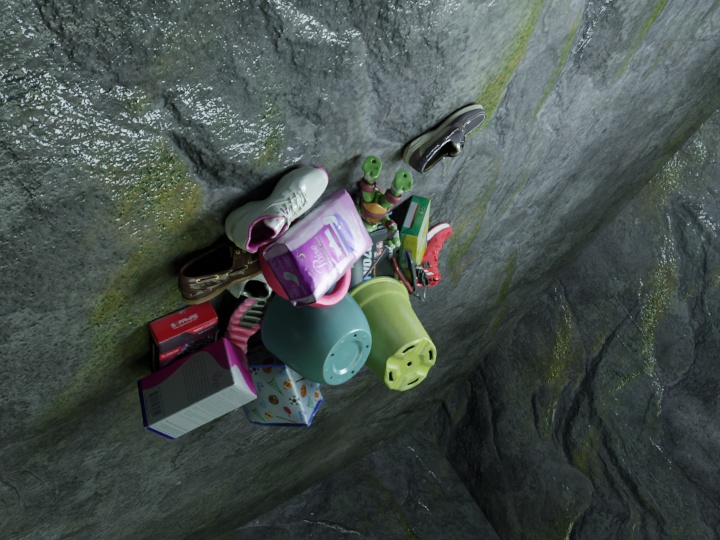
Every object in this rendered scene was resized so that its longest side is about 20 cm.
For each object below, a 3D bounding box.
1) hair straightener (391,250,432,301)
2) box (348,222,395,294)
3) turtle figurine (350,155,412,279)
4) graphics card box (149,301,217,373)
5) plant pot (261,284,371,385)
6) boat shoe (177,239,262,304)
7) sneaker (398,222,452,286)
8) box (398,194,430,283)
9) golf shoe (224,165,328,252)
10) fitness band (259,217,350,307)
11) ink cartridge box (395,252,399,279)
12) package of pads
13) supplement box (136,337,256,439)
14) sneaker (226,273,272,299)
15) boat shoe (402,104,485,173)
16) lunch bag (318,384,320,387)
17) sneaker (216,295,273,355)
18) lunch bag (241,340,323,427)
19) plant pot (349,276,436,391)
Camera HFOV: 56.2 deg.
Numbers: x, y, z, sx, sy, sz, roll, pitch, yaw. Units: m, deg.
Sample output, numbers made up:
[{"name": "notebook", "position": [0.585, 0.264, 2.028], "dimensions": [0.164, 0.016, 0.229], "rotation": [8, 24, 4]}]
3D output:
[{"name": "hair straightener", "position": [0.129, 0.015, 1.512], "dimensions": [0.075, 0.042, 0.201], "rotation": [-24, 145, 6]}, {"name": "box", "position": [0.000, 0.000, 1.463], "dimensions": [0.155, 0.046, 0.205], "rotation": [-16, 127, -24]}, {"name": "turtle figurine", "position": [0.016, -0.103, 1.280], "dimensions": [0.197, 0.145, 0.195], "rotation": [-29, 158, -31]}, {"name": "graphics card box", "position": [-0.350, 0.149, 1.329], "dimensions": [0.123, 0.051, 0.202], "rotation": [-24, 155, -30]}, {"name": "plant pot", "position": [-0.073, 0.128, 1.333], "dimensions": [0.198, 0.160, 0.204], "rotation": [-28, 138, -29]}, {"name": "boat shoe", "position": [-0.226, -0.015, 1.168], "dimensions": [0.198, 0.070, 0.071], "rotation": [-35, 148, -30]}, {"name": "sneaker", "position": [0.184, -0.027, 1.712], "dimensions": [0.198, 0.116, 0.079], "rotation": [-37, 160, -18]}, {"name": "box", "position": [0.123, -0.061, 1.549], "dimensions": [0.202, 0.047, 0.119], "rotation": [85, 22, -53]}, {"name": "golf shoe", "position": [-0.128, -0.097, 1.122], "dimensions": [0.198, 0.092, 0.076], "rotation": [-36, 128, -7]}, {"name": "fitness band", "position": [-0.098, -0.012, 1.227], "dimensions": [0.197, 0.148, 0.037], "rotation": [19, 158, -40]}, {"name": "ink cartridge box", "position": [0.000, 0.029, 1.605], "dimensions": [0.198, 0.076, 0.166], "rotation": [-34, 156, -9]}, {"name": "package of pads", "position": [-0.069, -0.042, 1.184], "dimensions": [0.075, 0.122, 0.200], "rotation": [-15, -158, 45]}, {"name": "supplement box", "position": [-0.314, 0.229, 1.301], "dimensions": [0.196, 0.103, 0.104], "rotation": [-26, 149, 7]}, {"name": "sneaker", "position": [-0.182, 0.015, 1.281], "dimensions": [0.197, 0.089, 0.075], "rotation": [-13, 147, -49]}, {"name": "boat shoe", "position": [0.176, -0.255, 1.335], "dimensions": [0.197, 0.065, 0.072], "rotation": [-33, 156, -15]}, {"name": "lunch bag", "position": [-0.173, 0.259, 1.675], "dimensions": [0.081, 0.163, 0.202], "rotation": [-16, 149, -30]}, {"name": "sneaker", "position": [-0.242, 0.099, 1.363], "dimensions": [0.078, 0.096, 0.202], "rotation": [23, 118, -28]}, {"name": "lunch bag", "position": [-0.202, 0.253, 1.522], "dimensions": [0.195, 0.174, 0.124], "rotation": [-8, -158, 25]}, {"name": "plant pot", "position": [0.063, 0.148, 1.448], "dimensions": [0.196, 0.185, 0.205], "rotation": [-17, 128, -22]}]
